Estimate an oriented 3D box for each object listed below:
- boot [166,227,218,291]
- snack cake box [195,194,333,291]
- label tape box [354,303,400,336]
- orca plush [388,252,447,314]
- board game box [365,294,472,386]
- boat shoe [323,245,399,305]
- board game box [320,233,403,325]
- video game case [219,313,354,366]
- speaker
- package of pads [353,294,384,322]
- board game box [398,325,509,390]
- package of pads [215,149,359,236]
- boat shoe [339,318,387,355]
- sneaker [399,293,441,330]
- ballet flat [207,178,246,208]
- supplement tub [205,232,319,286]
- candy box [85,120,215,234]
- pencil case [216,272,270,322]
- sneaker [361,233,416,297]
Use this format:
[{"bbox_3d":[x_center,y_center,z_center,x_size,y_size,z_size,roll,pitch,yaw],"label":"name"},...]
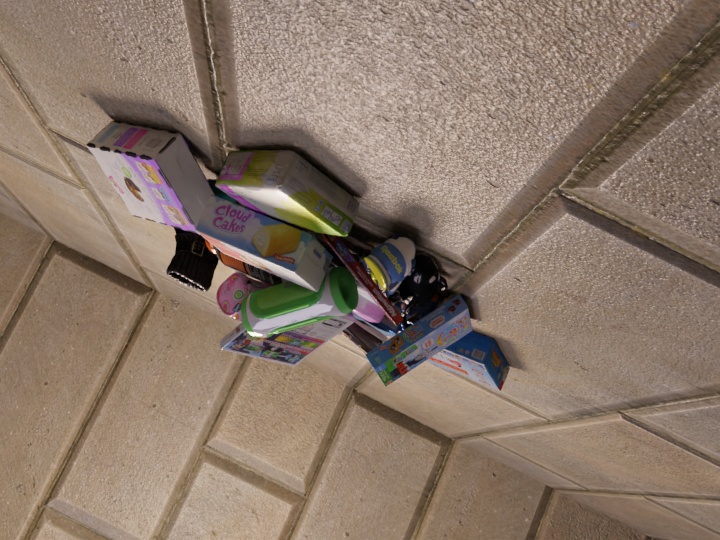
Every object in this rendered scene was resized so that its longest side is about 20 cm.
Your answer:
[{"bbox_3d":[-0.371,-0.067,1.904,0.209,0.160,0.079,30,166,-20],"label":"boot"},{"bbox_3d":[-0.155,-0.043,1.504,0.197,0.068,0.115,22,171,21],"label":"snack cake box"},{"bbox_3d":[0.000,0.083,1.983,0.142,0.067,0.200,29,168,-12],"label":"label tape box"},{"bbox_3d":[0.079,0.038,1.576,0.104,0.072,0.200,32,158,-12],"label":"orca plush"},{"bbox_3d":[0.110,0.130,1.690,0.037,0.198,0.152,56,178,21],"label":"board game box"},{"bbox_3d":[0.000,0.000,1.664,0.198,0.073,0.068,31,128,-24],"label":"boat shoe"},{"bbox_3d":[-0.002,0.004,1.571,0.201,0.019,0.103,51,179,-7],"label":"board game box"},{"bbox_3d":[-0.137,0.114,1.758,0.181,0.023,0.198,-37,145,28],"label":"video game case"},{"bbox_3d":[-0.105,0.055,1.581,0.197,0.090,0.088,-17,147,24],"label":"speaker"},{"bbox_3d":[-0.040,0.025,1.789,0.198,0.077,0.120,30,174,-11],"label":"package of pads"},{"bbox_3d":[0.199,0.166,1.938,0.197,0.057,0.196,20,166,25],"label":"board game box"},{"bbox_3d":[-0.115,-0.121,1.412,0.154,0.069,0.198,34,164,-37],"label":"package of pads"},{"bbox_3d":[-0.038,0.109,1.869,0.198,0.060,0.072,33,178,-16],"label":"boat shoe"},{"bbox_3d":[0.100,0.086,1.767,0.074,0.080,0.200,25,167,7],"label":"sneaker"},{"bbox_3d":[-0.199,-0.110,1.631,0.198,0.077,0.064,25,-158,28],"label":"ballet flat"},{"bbox_3d":[-0.181,-0.048,1.689,0.197,0.124,0.123,22,167,30],"label":"supplement tub"},{"bbox_3d":[-0.356,-0.162,1.605,0.197,0.072,0.169,16,144,38],"label":"candy box"},{"bbox_3d":[-0.179,0.064,1.764,0.086,0.089,0.198,13,173,42],"label":"pencil case"},{"bbox_3d":[0.050,-0.010,1.479,0.074,0.082,0.200,49,176,0],"label":"sneaker"}]
